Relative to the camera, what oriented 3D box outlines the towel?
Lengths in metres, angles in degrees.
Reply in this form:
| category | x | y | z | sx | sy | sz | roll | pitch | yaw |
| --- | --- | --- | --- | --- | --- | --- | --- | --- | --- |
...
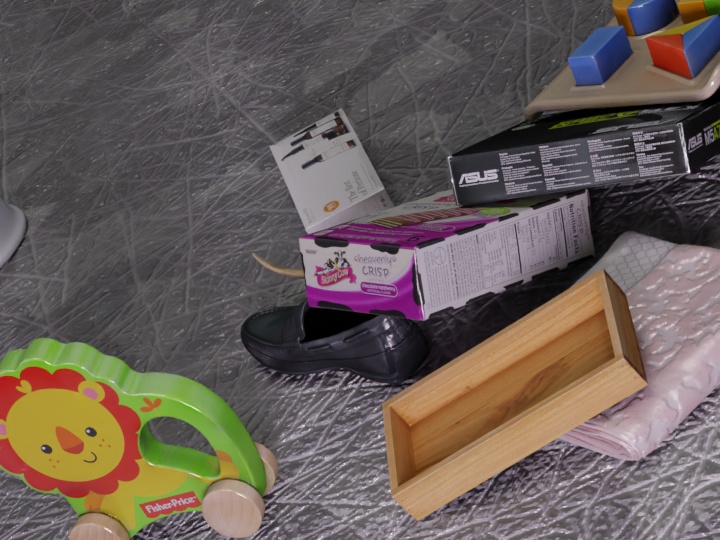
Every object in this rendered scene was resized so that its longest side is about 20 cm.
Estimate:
| category | x | y | z | sx | sy | sz | roll | pitch | yaw |
| --- | --- | --- | --- | --- | --- | --- | --- | --- | --- |
| towel | 0.203 | 0.049 | 1.594 | 0.200 | 0.032 | 0.191 | -42 | 31 | -21 |

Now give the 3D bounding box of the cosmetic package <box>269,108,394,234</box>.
| category | x | y | z | sx | sy | sz | roll | pitch | yaw |
| --- | --- | --- | --- | --- | --- | --- | --- | --- | --- |
| cosmetic package | -0.024 | -0.078 | 1.997 | 0.082 | 0.051 | 0.200 | -29 | 28 | 2 |

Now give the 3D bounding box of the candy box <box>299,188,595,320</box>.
| category | x | y | z | sx | sy | sz | roll | pitch | yaw |
| --- | --- | --- | --- | --- | --- | --- | --- | --- | --- |
| candy box | 0.070 | -0.019 | 1.718 | 0.199 | 0.062 | 0.136 | -18 | 16 | -41 |

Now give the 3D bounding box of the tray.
| category | x | y | z | sx | sy | sz | roll | pitch | yaw |
| --- | --- | --- | --- | --- | --- | --- | --- | --- | --- |
| tray | 0.108 | 0.090 | 1.558 | 0.199 | 0.037 | 0.099 | -32 | 34 | 20 |

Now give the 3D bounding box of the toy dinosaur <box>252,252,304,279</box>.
| category | x | y | z | sx | sy | sz | roll | pitch | yaw |
| --- | --- | --- | --- | --- | --- | --- | --- | --- | --- |
| toy dinosaur | 0.000 | 0.000 | 1.860 | 0.198 | 0.059 | 0.101 | -13 | 16 | 13 |

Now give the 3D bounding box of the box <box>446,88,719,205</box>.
| category | x | y | z | sx | sy | sz | roll | pitch | yaw |
| --- | --- | --- | --- | --- | --- | --- | --- | --- | --- |
| box | 0.196 | -0.102 | 1.742 | 0.199 | 0.048 | 0.193 | -7 | 8 | 28 |

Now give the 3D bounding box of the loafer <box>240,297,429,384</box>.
| category | x | y | z | sx | sy | sz | roll | pitch | yaw |
| --- | --- | --- | --- | --- | --- | --- | --- | --- | --- |
| loafer | -0.028 | 0.046 | 1.773 | 0.200 | 0.071 | 0.068 | 4 | 42 | 47 |

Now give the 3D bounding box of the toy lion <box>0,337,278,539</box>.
| category | x | y | z | sx | sy | sz | roll | pitch | yaw |
| --- | --- | --- | --- | --- | --- | --- | --- | --- | --- |
| toy lion | -0.187 | 0.128 | 1.656 | 0.199 | 0.192 | 0.069 | -15 | 31 | 24 |

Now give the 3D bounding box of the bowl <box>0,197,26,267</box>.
| category | x | y | z | sx | sy | sz | roll | pitch | yaw |
| --- | --- | --- | --- | --- | --- | --- | --- | --- | --- |
| bowl | -0.461 | -0.039 | 2.299 | 0.200 | 0.091 | 0.202 | -23 | 28 | 13 |

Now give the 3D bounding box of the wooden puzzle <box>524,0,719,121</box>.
| category | x | y | z | sx | sy | sz | roll | pitch | yaw |
| --- | --- | --- | --- | --- | --- | --- | --- | --- | --- |
| wooden puzzle | 0.248 | -0.194 | 1.792 | 0.199 | 0.047 | 0.185 | -6 | 30 | 43 |
